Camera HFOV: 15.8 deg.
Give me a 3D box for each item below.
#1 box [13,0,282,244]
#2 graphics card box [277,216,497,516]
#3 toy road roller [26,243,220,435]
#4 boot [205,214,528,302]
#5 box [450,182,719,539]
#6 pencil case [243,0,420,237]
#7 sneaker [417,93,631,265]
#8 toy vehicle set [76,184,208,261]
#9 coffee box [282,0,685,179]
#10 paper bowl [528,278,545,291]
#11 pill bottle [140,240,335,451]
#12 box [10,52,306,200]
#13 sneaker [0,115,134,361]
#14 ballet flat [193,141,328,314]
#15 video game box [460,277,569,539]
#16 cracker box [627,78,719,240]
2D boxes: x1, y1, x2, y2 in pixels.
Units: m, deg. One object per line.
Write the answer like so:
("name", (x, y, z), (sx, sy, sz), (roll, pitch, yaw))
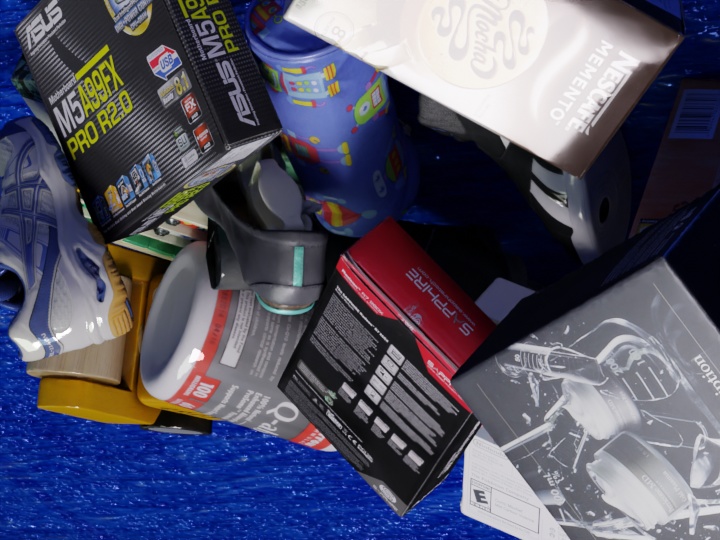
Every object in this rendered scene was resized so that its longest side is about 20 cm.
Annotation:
("box", (-0.139, -0.122, 1.642), (0.200, 0.044, 0.161), (-31, 81, 56))
("graphics card box", (0.023, 0.064, 1.628), (0.125, 0.051, 0.200), (45, 151, 11))
("toy road roller", (-0.135, 0.052, 1.912), (0.145, 0.124, 0.199), (-2, 168, 39))
("boot", (0.000, 0.000, 1.718), (0.198, 0.066, 0.165), (9, -168, -13))
("box", (0.188, 0.082, 1.475), (0.200, 0.104, 0.182), (52, 133, -5))
("pencil case", (-0.013, -0.107, 1.648), (0.078, 0.087, 0.200), (34, 160, 31))
("sneaker", (0.099, -0.084, 1.632), (0.111, 0.073, 0.201), (8, 142, 28))
("toy vehicle set", (-0.124, -0.032, 1.836), (0.199, 0.027, 0.124), (17, 165, -18))
("coffee box", (0.070, -0.155, 1.460), (0.199, 0.080, 0.113), (27, 120, -13))
("paper bowl", (0.135, 0.113, 1.808), (0.201, 0.104, 0.201), (53, 174, 9))
("pill bottle", (-0.046, 0.062, 1.831), (0.199, 0.117, 0.116), (19, 154, -20))
("box", (-0.126, -0.096, 1.789), (0.199, 0.037, 0.145), (4, 148, 28))
("sneaker", (-0.221, -0.024, 1.701), (0.088, 0.200, 0.076), (-22, 137, -9))
("ballet flat", (-0.065, -0.049, 1.664), (0.073, 0.073, 0.200), (42, -171, -35))
("video game box", (0.159, 0.115, 1.632), (0.199, 0.047, 0.183), (22, 138, 23))
("cracker box", (0.235, -0.006, 1.599), (0.057, 0.135, 0.200), (3, 147, 32))
